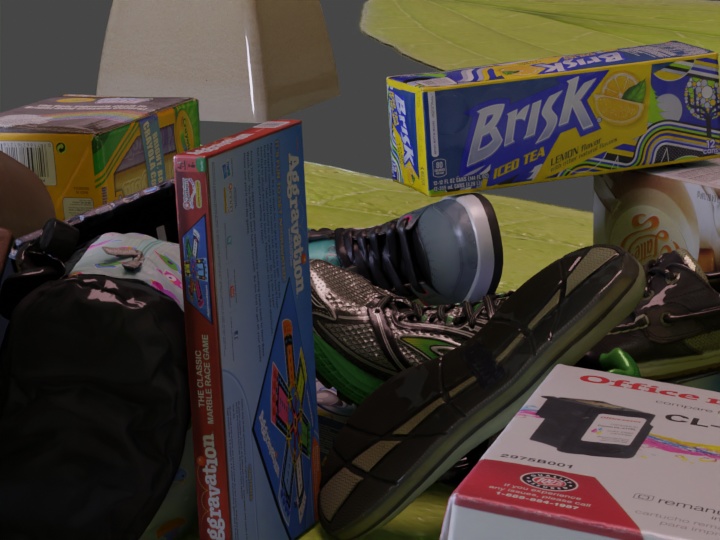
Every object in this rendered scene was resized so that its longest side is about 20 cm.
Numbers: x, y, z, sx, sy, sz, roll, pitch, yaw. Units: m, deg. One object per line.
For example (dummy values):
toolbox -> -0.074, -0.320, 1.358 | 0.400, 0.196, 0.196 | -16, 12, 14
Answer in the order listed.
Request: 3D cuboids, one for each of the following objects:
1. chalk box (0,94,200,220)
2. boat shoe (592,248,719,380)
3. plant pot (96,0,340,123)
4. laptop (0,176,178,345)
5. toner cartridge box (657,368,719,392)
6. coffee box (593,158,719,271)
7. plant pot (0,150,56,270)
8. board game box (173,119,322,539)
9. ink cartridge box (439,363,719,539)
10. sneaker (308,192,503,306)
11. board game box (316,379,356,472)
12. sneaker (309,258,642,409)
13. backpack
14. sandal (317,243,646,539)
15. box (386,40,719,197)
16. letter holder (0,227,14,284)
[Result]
chalk box -> -0.192, -0.059, 1.697 | 0.124, 0.124, 0.200 | 3, 13, 24
boat shoe -> 0.173, 0.020, 1.244 | 0.200, 0.066, 0.072 | -3, 14, -6
plant pot -> -0.151, -0.260, 2.428 | 0.200, 0.177, 0.200 | 3, 14, 23
laptop -> -0.169, -0.010, 1.307 | 0.200, 0.177, 0.103 | -22, 59, -10
toner cartridge box -> 0.128, 0.058, 1.326 | 0.095, 0.043, 0.200 | -13, 17, -36
coffee box -> 0.236, -0.004, 1.428 | 0.080, 0.115, 0.200 | -11, 17, -34
plant pot -> -0.291, -0.024, 1.479 | 0.200, 0.201, 0.174 | 10, -2, 41
board game box -> -0.051, 0.036, 1.095 | 0.019, 0.200, 0.103 | 3, 13, 25
ink cartridge box -> 0.124, 0.112, 0.972 | 0.145, 0.083, 0.200 | 10, 16, 14
sneaker -> 0.000, 0.000, 1.438 | 0.121, 0.084, 0.200 | -9, -9, -23
board game box -> 0.000, 0.072, 1.296 | 0.135, 0.035, 0.200 | -13, 18, -40
sneaker -> 0.054, 0.037, 1.187 | 0.200, 0.085, 0.078 | 22, 31, 9
backpack -> -0.117, 0.058, 1.153 | 0.126, 0.167, 0.200 | 24, 14, 2
sandal -> 0.062, 0.068, 1.110 | 0.201, 0.057, 0.080 | -37, 29, 11
box -> 0.120, -0.094, 1.431 | 0.200, 0.070, 0.064 | -8, 13, -18
letter holder -> -0.250, 0.033, 1.079 | 0.142, 0.101, 0.200 | 17, -18, -9
